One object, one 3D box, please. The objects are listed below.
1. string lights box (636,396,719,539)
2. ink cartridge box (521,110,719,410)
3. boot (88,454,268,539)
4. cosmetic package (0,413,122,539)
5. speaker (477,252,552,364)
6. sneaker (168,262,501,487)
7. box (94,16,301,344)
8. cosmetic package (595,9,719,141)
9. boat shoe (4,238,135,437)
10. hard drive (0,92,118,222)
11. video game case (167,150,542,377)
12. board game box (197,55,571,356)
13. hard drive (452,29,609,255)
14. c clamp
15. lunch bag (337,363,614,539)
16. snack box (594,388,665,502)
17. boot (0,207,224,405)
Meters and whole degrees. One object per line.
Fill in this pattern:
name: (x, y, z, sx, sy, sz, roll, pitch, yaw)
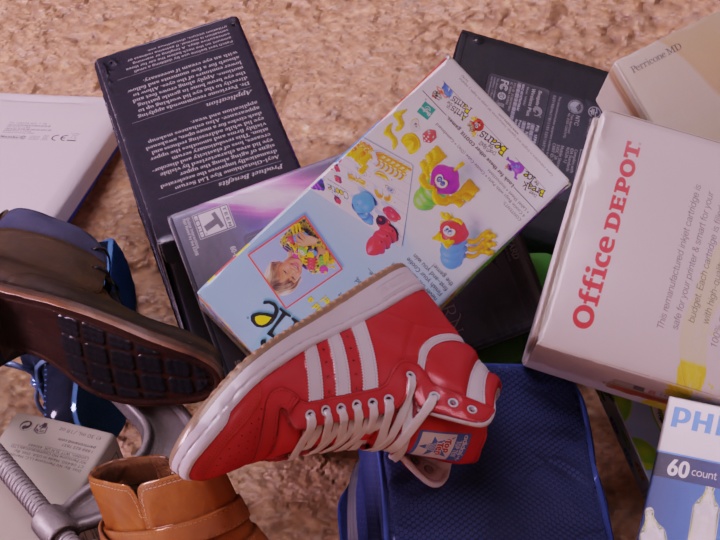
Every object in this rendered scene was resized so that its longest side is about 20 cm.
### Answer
string lights box: (0.197, 0.179, 1.426, 0.103, 0.059, 0.200, 11, 74, 12)
ink cartridge box: (0.206, 0.009, 1.484, 0.200, 0.083, 0.145, 17, 77, 1)
boot: (-0.054, 0.169, 1.406, 0.200, 0.155, 0.077, -3, 17, 36)
cosmetic package: (-0.207, 0.193, 1.526, 0.071, 0.105, 0.200, 11, 47, 23)
speaker: (0.034, 0.051, 1.637, 0.200, 0.089, 0.088, -16, 44, -4)
sneaker: (-0.004, 0.081, 1.389, 0.112, 0.071, 0.200, 46, 49, 11)
box: (-0.093, -0.044, 1.718, 0.104, 0.148, 0.200, -18, 46, -6)
cosmetic package: (0.244, -0.058, 1.642, 0.105, 0.071, 0.200, -28, 78, -13)
boat shoe: (-0.188, 0.058, 1.700, 0.069, 0.084, 0.200, -14, 27, 10)
hard drive: (-0.253, -0.063, 1.832, 0.132, 0.025, 0.200, 4, 34, 16)
video game case: (0.000, 0.000, 1.589, 0.200, 0.019, 0.143, -20, 86, -3)
board game box: (0.011, -0.014, 1.530, 0.200, 0.103, 0.105, -43, 88, -6)
hard drive: (0.145, -0.068, 1.697, 0.200, 0.033, 0.140, 16, 62, -2)
c clamp: (-0.187, 0.100, 1.512, 0.171, 0.027, 0.200, -26, 48, -16)
lunch bag: (0.063, 0.164, 1.486, 0.136, 0.132, 0.200, 4, 45, -9)
snack box: (0.245, 0.060, 1.547, 0.200, 0.053, 0.142, -22, 81, -6)
boot: (-0.157, 0.014, 1.534, 0.200, 0.075, 0.097, 14, 48, 19)
